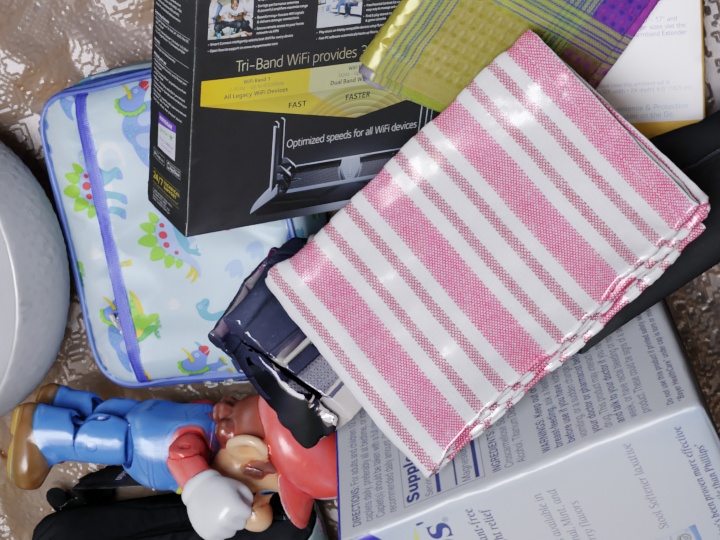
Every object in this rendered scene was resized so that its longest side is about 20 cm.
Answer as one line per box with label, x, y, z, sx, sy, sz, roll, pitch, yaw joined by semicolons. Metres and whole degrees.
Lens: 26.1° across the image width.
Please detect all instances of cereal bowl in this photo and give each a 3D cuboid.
cereal bowl;-0.251;0.000;0.969;0.200;0.083;0.200;7;102;36

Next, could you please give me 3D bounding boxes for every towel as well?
towel;0.060;-0.012;0.797;0.200;0.030;0.146;-43;65;3
towel;0.099;-0.156;0.823;0.144;0.023;0.200;20;115;-38

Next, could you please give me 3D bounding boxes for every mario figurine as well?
mario figurine;-0.103;0.121;0.919;0.200;0.123;0.106;4;137;10

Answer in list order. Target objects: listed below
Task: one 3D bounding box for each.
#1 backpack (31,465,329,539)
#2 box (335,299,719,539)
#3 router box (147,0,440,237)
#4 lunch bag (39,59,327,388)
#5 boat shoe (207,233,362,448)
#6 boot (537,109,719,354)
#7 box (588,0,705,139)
backpack;-0.110;0.201;0.985;0.200;0.167;0.127;-12;118;7
box;0.094;0.097;0.871;0.200;0.184;0.105;-22;118;10
router box;-0.014;-0.113;0.845;0.200;0.052;0.157;-11;123;-30
lunch bag;-0.104;-0.030;0.950;0.161;0.082;0.200;-6;103;16
boat shoe;0.000;0.000;0.886;0.093;0.200;0.075;43;147;-5
boot;0.190;-0.015;0.811;0.200;0.165;0.066;-25;134;-11
box;0.134;-0.166;0.885;0.119;0.041;0.200;-1;102;11
